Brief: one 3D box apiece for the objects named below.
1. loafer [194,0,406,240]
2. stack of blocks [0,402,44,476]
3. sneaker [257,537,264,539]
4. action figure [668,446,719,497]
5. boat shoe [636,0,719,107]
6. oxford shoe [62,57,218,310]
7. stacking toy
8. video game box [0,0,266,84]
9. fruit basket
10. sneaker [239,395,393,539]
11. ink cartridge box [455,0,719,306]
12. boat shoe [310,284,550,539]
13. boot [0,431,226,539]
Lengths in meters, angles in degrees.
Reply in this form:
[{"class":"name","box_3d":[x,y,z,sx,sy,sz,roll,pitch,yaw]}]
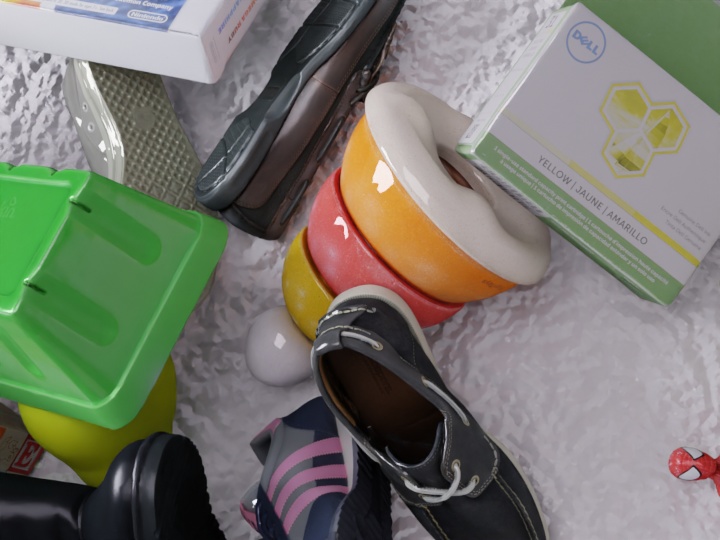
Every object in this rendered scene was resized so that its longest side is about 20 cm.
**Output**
[{"class":"loafer","box_3d":[-0.025,-0.110,1.034,0.200,0.063,0.072,-53,25,-1]},{"class":"stack of blocks","box_3d":[-0.283,0.123,0.976,0.058,0.200,0.115,31,89,23]},{"class":"sneaker","box_3d":[-0.061,0.239,0.931,0.084,0.075,0.200,10,53,33]},{"class":"action figure","box_3d":[0.265,0.117,0.877,0.199,0.052,0.066,5,82,22]},{"class":"boat shoe","box_3d":[0.169,-0.106,0.959,0.075,0.060,0.201,25,88,-12]},{"class":"oxford shoe","box_3d":[-0.144,-0.062,1.058,0.058,0.075,0.201,-35,71,52]},{"class":"stacking toy","box_3d":[0.000,0.000,0.966,0.200,0.146,0.146,-42,67,21]},{"class":"video game box","box_3d":[-0.145,-0.212,1.061,0.199,0.047,0.183,12,51,21]},{"class":"fruit basket","box_3d":[-0.165,0.036,0.976,0.215,0.216,0.156,19,71,22]},{"class":"sneaker","box_3d":[-0.029,0.145,0.913,0.082,0.200,0.070,-21,115,12]},{"class":"ink cartridge box","box_3d":[0.167,-0.103,0.905,0.145,0.048,0.200,37,88,-11]},{"class":"boat shoe","box_3d":[0.038,0.106,0.907,0.072,0.068,0.200,-30,103,18]},{"class":"boot","box_3d":[-0.171,0.144,0.926,0.167,0.200,0.077,6,63,7]}]
